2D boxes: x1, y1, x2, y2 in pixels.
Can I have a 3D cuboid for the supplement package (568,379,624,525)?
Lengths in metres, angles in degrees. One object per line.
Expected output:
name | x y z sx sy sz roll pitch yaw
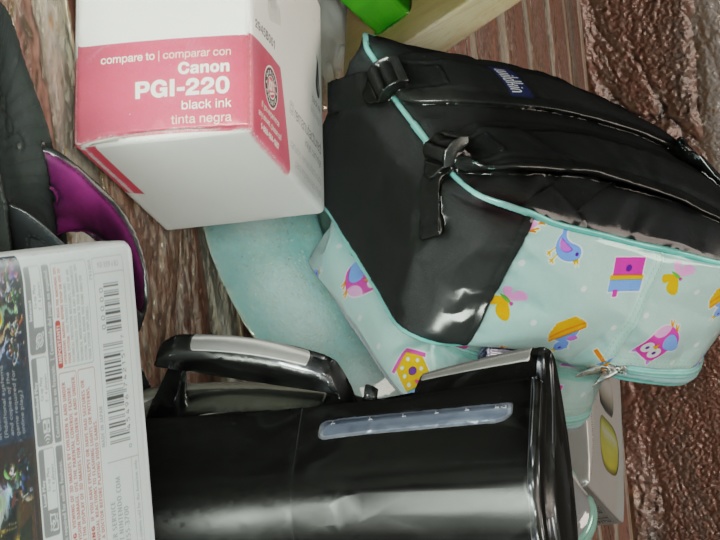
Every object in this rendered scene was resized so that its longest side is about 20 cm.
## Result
supplement package | 0.106 0.083 1.755 0.200 0.147 0.191 45 42 -72

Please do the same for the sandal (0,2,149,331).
sandal | -0.115 -0.011 0.927 0.075 0.048 0.200 -80 162 -50

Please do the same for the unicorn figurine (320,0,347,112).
unicorn figurine | -0.030 -0.133 1.311 0.200 0.074 0.137 14 54 -62

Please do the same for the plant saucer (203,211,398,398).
plant saucer | 0.000 0.000 1.264 0.201 0.039 0.201 38 33 -30

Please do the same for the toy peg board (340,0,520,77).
toy peg board | 0.048 -0.225 1.243 0.098 0.200 0.199 41 32 -30

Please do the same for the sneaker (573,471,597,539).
sneaker | 0.039 0.086 1.348 0.078 0.200 0.140 -55 159 -16

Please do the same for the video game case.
video game case | -0.123 0.094 0.825 0.182 0.023 0.200 -10 97 -66

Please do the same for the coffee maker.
coffee maker | -0.010 0.124 1.023 0.135 0.200 0.192 67 22 -57

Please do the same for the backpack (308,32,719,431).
backpack | 0.085 -0.013 1.160 0.176 0.200 0.153 52 -49 50

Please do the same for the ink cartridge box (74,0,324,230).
ink cartridge box | -0.071 -0.135 1.103 0.146 0.085 0.200 49 36 -72
